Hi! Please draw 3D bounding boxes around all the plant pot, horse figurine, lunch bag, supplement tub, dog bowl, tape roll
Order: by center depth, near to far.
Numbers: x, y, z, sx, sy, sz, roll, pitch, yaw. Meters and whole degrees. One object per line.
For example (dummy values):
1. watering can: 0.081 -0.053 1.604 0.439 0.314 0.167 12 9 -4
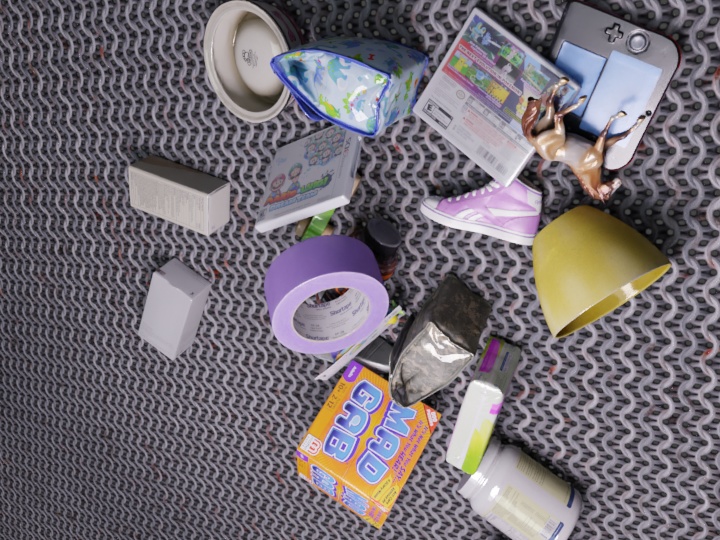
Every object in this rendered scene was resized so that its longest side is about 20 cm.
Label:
1. horse figurine: 0.304 -0.188 1.019 0.197 0.050 0.133 21 130 -12
2. plant pot: 0.341 -0.012 1.082 0.200 0.198 0.143 -44 66 37
3. lunch bag: -0.019 -0.303 1.118 0.198 0.170 0.129 27 122 13
4. tape roll: -0.057 0.043 1.185 0.196 0.086 0.202 -11 138 -10
5. dog bowl: -0.172 -0.360 1.220 0.198 0.074 0.203 18 124 29
6. lunch bag: 0.125 0.133 1.273 0.117 0.164 0.201 36 127 0
7. supplement tub: 0.000 0.000 1.307 0.106 0.107 0.201 36 127 7
8. supplement tub: 0.295 0.421 1.343 0.199 0.145 0.146 34 127 8

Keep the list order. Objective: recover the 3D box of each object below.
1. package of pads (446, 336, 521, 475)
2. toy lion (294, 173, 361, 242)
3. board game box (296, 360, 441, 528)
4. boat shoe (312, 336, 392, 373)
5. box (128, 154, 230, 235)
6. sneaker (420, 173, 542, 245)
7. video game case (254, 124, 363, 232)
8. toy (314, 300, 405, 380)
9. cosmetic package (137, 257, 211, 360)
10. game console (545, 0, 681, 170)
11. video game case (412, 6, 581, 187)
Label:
1. package of pads: 0.219 0.237 1.283 0.067 0.155 0.203 21 123 14
2. toy lion: -0.083 -0.067 1.259 0.068 0.193 0.201 28 127 -5
3. board game box: 0.011 0.338 1.379 0.198 0.201 0.201 30 154 11
4. boat shoe: -0.016 0.165 1.428 0.199 0.075 0.066 12 129 25
5. box: -0.364 -0.153 1.445 0.197 0.078 0.096 21 124 18
6. sneaker: 0.198 -0.121 1.166 0.197 0.073 0.116 14 111 18
7. video game case: -0.086 -0.166 1.231 0.198 0.185 0.024 -15 140 34
8. toy: -0.007 0.123 1.320 0.199 0.115 0.047 -38 77 2
9. cosmetic package: -0.417 0.087 1.602 0.112 0.081 0.202 34 125 8
10. game console: 0.340 -0.261 1.029 0.175 0.031 0.202 27 124 14
11. video game case: 0.200 -0.259 1.083 0.200 0.023 0.183 42 120 14
